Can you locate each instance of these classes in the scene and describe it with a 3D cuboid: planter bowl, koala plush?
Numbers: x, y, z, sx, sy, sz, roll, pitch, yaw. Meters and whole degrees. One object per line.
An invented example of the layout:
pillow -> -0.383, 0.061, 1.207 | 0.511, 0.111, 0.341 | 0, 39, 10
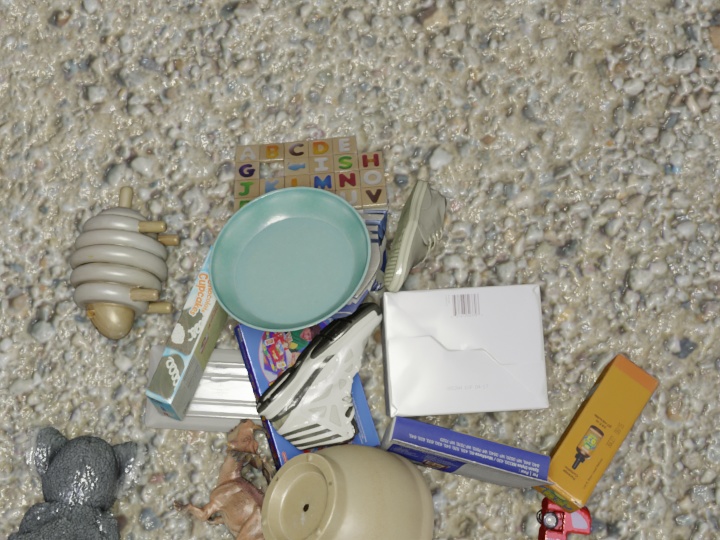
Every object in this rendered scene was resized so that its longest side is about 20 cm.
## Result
planter bowl -> -0.030, 0.291, 1.257 | 0.134, 0.199, 0.202 | 33, 81, -41
koala plush -> -0.347, 0.295, 1.316 | 0.175, 0.184, 0.203 | 12, 71, -1

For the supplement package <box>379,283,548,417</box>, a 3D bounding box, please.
supplement package -> 0.127, 0.103, 1.374 | 0.197, 0.111, 0.158 | -3, 84, -3

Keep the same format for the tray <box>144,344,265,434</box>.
tray -> -0.181, 0.156, 1.402 | 0.197, 0.022, 0.109 | 3, 82, -2

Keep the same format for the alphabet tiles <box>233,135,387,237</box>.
alphabet tiles -> -0.066, -0.112, 1.394 | 0.197, 0.008, 0.169 | -5, 48, 0

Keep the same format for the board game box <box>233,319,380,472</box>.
board game box -> -0.069, 0.149, 1.379 | 0.133, 0.045, 0.203 | -16, 85, -17

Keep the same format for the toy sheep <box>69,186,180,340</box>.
toy sheep -> -0.303, -0.010, 1.367 | 0.136, 0.138, 0.203 | 5, 68, -1

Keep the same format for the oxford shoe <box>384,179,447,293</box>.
oxford shoe -> 0.074, -0.043, 1.370 | 0.057, 0.076, 0.201 | 27, 40, -5

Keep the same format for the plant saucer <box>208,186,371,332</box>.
plant saucer -> -0.082, -0.008, 1.286 | 0.197, 0.036, 0.202 | -5, 58, 8

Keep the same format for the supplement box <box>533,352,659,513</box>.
supplement box -> 0.298, 0.207, 1.368 | 0.066, 0.069, 0.201 | 36, 68, 7

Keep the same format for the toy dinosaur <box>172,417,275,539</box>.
toy dinosaur -> -0.137, 0.298, 1.340 | 0.135, 0.086, 0.201 | -35, 83, 8

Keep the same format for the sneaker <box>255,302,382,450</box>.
sneaker -> -0.025, 0.140, 1.340 | 0.200, 0.076, 0.116 | -45, 102, -10

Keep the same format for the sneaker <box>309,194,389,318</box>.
sneaker -> 0.000, -0.001, 1.370 | 0.079, 0.116, 0.201 | 5, 45, 14

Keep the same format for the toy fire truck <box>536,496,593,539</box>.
toy fire truck -> 0.290, 0.399, 1.375 | 0.139, 0.049, 0.203 | 8, 82, -1

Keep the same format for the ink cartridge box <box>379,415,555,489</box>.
ink cartridge box -> 0.127, 0.223, 1.314 | 0.195, 0.200, 0.048 | 15, 74, 0

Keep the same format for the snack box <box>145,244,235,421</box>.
snack box -> -0.205, 0.080, 1.346 | 0.037, 0.116, 0.202 | 20, 72, 4
